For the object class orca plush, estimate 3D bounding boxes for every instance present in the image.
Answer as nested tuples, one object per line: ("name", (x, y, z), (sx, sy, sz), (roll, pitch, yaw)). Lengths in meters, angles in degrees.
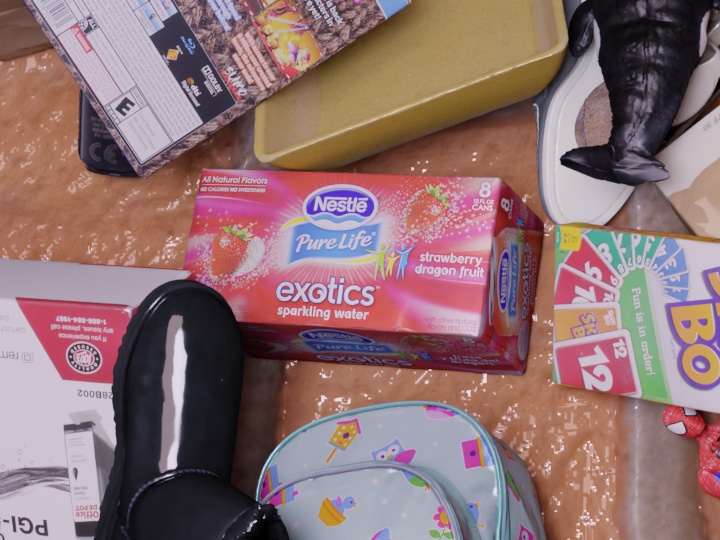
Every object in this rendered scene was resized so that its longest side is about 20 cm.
("orca plush", (0.148, -0.145, 1.214), (0.105, 0.071, 0.200), (4, 58, 37))

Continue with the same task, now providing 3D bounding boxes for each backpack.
("backpack", (0.019, 0.172, 1.201), (0.176, 0.153, 0.200), (-14, 61, 22))

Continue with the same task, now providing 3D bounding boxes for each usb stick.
("usb stick", (-0.152, -0.153, 1.373), (0.055, 0.200, 0.033), (7, 30, 1))

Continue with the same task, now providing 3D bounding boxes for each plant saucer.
("plant saucer", (0.035, -0.144, 1.323), (0.200, 0.048, 0.200), (-20, 39, 16))

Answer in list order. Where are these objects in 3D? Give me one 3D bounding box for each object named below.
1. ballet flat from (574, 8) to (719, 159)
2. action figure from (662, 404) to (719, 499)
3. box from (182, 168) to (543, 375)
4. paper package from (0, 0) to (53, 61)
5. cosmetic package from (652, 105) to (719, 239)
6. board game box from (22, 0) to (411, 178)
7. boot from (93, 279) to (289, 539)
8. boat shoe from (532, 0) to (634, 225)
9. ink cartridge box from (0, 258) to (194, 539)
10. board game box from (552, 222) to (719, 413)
("ballet flat", (0.208, -0.133, 1.258), (0.068, 0.067, 0.200), (42, 80, -16))
("action figure", (0.252, 0.124, 1.182), (0.200, 0.052, 0.065), (29, 88, 29))
("box", (0.000, 0.000, 1.293), (0.200, 0.095, 0.100), (3, 74, 23))
("paper package", (-0.201, -0.263, 1.458), (0.190, 0.103, 0.200), (-12, 69, 17))
("cosmetic package", (0.261, -0.008, 1.207), (0.105, 0.071, 0.200), (-39, 63, 6))
("board game box", (-0.100, -0.184, 1.289), (0.200, 0.160, 0.097), (-33, 37, -4))
("boot", (-0.084, 0.118, 1.147), (0.162, 0.073, 0.198), (31, 110, 62))
("boat shoe", (0.139, -0.119, 1.311), (0.062, 0.073, 0.200), (-9, 70, 65))
("ink cartridge box", (-0.173, 0.102, 1.281), (0.147, 0.083, 0.200), (3, 107, 23))
("board game box", (0.189, 0.029, 1.191), (0.200, 0.030, 0.096), (8, 100, 43))
